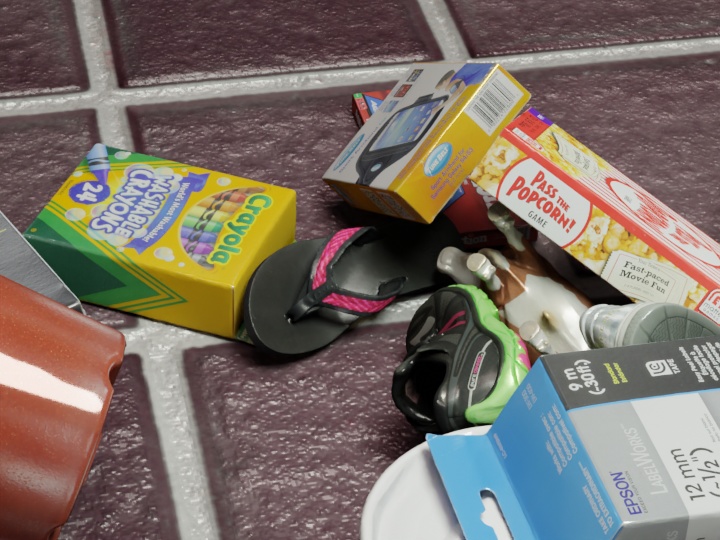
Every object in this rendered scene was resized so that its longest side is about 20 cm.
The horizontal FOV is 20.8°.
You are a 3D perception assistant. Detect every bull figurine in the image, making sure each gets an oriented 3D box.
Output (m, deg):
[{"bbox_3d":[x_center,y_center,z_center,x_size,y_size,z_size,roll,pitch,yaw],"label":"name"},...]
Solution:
[{"bbox_3d":[0.120,0.027,1.346,0.065,0.122,0.200,-43,57,-4],"label":"bull figurine"}]

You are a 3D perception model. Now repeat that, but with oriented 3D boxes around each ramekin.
[{"bbox_3d":[0.094,0.190,1.141,0.200,0.095,0.203,4,38,-3],"label":"ramekin"}]

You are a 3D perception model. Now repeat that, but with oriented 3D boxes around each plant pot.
[{"bbox_3d":[-0.255,0.074,1.182,0.194,0.202,0.202,20,37,-10],"label":"plant pot"}]

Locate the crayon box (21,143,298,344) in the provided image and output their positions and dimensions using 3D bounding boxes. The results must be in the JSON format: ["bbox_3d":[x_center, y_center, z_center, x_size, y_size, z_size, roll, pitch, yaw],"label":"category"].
[{"bbox_3d":[-0.131,-0.021,1.436,0.198,0.052,0.126,14,40,13],"label":"crayon box"}]

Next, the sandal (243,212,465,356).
[{"bbox_3d":[0.000,0.000,1.397,0.199,0.045,0.076,-24,87,-32],"label":"sandal"}]

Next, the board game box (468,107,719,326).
[{"bbox_3d":[0.177,-0.031,1.363,0.199,0.046,0.151,37,15,3],"label":"board game box"}]

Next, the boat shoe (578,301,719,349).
[{"bbox_3d":[0.226,0.071,1.266,0.201,0.075,0.065,25,-5,-35],"label":"boat shoe"}]

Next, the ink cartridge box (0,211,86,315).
[{"bbox_3d":[-0.321,0.023,1.358,0.197,0.047,0.200,-30,51,-23],"label":"ink cartridge box"}]

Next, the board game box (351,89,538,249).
[{"bbox_3d":[0.064,-0.084,1.554,0.102,0.020,0.201,-6,39,-12],"label":"board game box"}]

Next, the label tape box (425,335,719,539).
[{"bbox_3d":[0.153,0.112,1.119,0.198,0.067,0.144,-4,39,-15],"label":"label tape box"}]

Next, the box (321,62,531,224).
[{"bbox_3d":[0.041,-0.098,1.448,0.119,0.041,0.200,-51,20,-8],"label":"box"}]

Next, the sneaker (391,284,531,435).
[{"bbox_3d":[0.055,0.060,1.281,0.083,0.078,0.200,-13,11,-8],"label":"sneaker"}]
